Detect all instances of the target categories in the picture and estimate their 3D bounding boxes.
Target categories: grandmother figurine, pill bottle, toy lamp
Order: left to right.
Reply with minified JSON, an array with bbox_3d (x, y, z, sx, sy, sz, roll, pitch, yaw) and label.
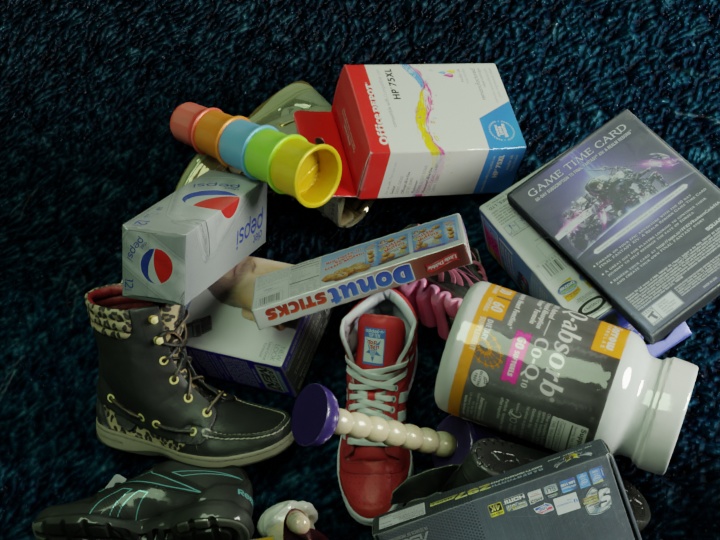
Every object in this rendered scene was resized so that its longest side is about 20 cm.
[{"bbox_3d":[-0.034,0.245,1.269,0.060,0.122,0.200,-23,26,-17],"label":"grandmother figurine"},{"bbox_3d":[0.037,0.136,1.287,0.058,0.199,0.059,-26,55,45],"label":"toy lamp"},{"bbox_3d":[0.170,0.091,1.277,0.198,0.117,0.117,18,63,11],"label":"pill bottle"}]

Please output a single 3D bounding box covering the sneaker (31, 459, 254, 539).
[{"bbox_3d":[-0.187,0.213,1.350,0.198,0.076,0.080,-4,42,7],"label":"sneaker"}]

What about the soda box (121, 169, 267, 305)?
[{"bbox_3d":[-0.148,-0.034,1.408,0.063,0.069,0.200,9,19,16],"label":"soda box"}]

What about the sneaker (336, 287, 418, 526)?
[{"bbox_3d":[0.014,0.112,1.345,0.070,0.113,0.202,2,58,7],"label":"sneaker"}]

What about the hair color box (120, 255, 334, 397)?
[{"bbox_3d":[-0.135,0.041,1.468,0.198,0.065,0.110,11,60,21],"label":"hair color box"}]

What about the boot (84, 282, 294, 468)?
[{"bbox_3d":[-0.158,0.092,1.385,0.198,0.152,0.073,5,25,25],"label":"boot"}]

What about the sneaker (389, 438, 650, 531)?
[{"bbox_3d":[0.132,0.200,1.284,0.198,0.105,0.060,19,35,-12],"label":"sneaker"}]

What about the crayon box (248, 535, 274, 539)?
[{"bbox_3d":[-0.157,0.303,1.282,0.198,0.052,0.127,-12,55,10],"label":"crayon box"}]

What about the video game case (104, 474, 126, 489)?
[{"bbox_3d":[-0.195,0.296,1.344,0.199,0.023,0.183,26,68,30],"label":"video game case"}]

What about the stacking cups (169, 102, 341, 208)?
[{"bbox_3d":[-0.105,-0.113,1.466,0.199,0.061,0.061,22,65,42],"label":"stacking cups"}]

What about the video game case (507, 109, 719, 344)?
[{"bbox_3d":[0.243,-0.043,1.348,0.142,0.019,0.200,-35,54,-10],"label":"video game case"}]

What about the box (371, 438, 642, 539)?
[{"bbox_3d":[0.126,0.241,1.215,0.198,0.051,0.159,-18,98,4],"label":"box"}]

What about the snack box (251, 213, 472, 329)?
[{"bbox_3d":[0.000,0.000,1.380,0.198,0.024,0.072,-17,22,7],"label":"snack box"}]

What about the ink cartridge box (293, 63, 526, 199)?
[{"bbox_3d":[0.045,-0.135,1.480,0.198,0.068,0.117,-3,53,-18],"label":"ink cartridge box"}]

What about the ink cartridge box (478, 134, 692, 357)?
[{"bbox_3d":[0.216,-0.008,1.388,0.136,0.077,0.200,-32,53,-7],"label":"ink cartridge box"}]

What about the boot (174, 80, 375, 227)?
[{"bbox_3d":[-0.075,-0.085,1.529,0.200,0.072,0.154,-42,58,-16],"label":"boot"}]

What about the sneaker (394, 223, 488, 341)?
[{"bbox_3d":[0.093,0.017,1.418,0.199,0.079,0.095,30,59,29],"label":"sneaker"}]
